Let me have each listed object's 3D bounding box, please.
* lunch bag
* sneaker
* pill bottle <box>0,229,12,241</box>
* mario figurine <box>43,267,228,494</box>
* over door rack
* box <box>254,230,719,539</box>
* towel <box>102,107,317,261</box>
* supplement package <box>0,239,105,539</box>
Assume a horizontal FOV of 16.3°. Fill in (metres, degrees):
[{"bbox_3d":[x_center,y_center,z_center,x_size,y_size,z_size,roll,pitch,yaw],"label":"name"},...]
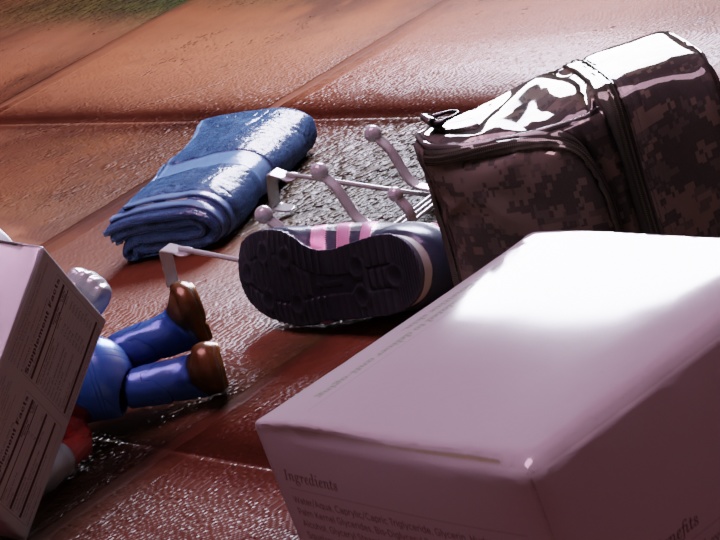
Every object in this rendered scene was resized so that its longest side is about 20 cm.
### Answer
[{"bbox_3d":[0.129,-0.013,1.378,0.167,0.201,0.139,-17,16,0],"label":"lunch bag"},{"bbox_3d":[0.000,0.000,1.702,0.082,0.070,0.200,-12,11,-40],"label":"sneaker"},{"bbox_3d":[-0.342,0.041,1.853,0.112,0.112,0.200,-2,26,43],"label":"pill bottle"},{"bbox_3d":[-0.190,0.070,1.627,0.199,0.106,0.123,-22,21,-6],"label":"mario figurine"},{"bbox_3d":[-0.041,-0.047,1.847,0.200,0.067,0.148,-3,25,42],"label":"over door rack"},{"bbox_3d":[0.103,0.101,1.123,0.199,0.172,0.200,-33,22,-32],"label":"box"},{"bbox_3d":[-0.118,-0.075,2.034,0.111,0.049,0.200,-9,22,29],"label":"towel"},{"bbox_3d":[-0.288,0.061,1.552,0.199,0.111,0.156,10,68,21],"label":"supplement package"}]
